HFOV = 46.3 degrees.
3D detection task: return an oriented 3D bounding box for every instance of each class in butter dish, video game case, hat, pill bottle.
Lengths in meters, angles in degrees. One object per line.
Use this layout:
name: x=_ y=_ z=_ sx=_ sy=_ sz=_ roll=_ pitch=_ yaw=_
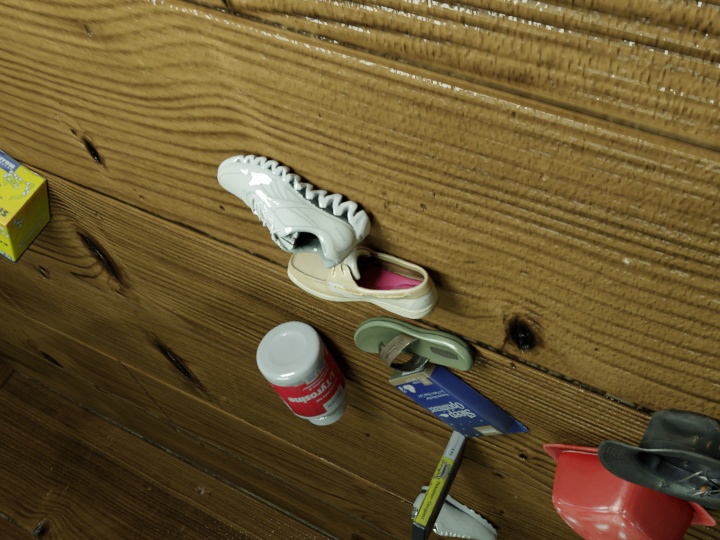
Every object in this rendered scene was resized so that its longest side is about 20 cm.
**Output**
butter dish: x=0.361 y=0.349 z=1.196 sx=0.199 sy=0.148 sz=0.200 roll=44 pitch=153 yaw=-24
video game case: x=0.138 y=0.391 z=1.483 sx=0.025 sy=0.181 sz=0.200 roll=22 pitch=154 yaw=15
hat: x=0.388 y=0.213 z=0.994 sx=0.200 sy=0.081 sz=0.201 roll=19 pitch=159 yaw=8
pill bottle: x=-0.090 y=0.182 z=1.432 sx=0.112 sy=0.112 sz=0.200 roll=16 pitch=152 yaw=30

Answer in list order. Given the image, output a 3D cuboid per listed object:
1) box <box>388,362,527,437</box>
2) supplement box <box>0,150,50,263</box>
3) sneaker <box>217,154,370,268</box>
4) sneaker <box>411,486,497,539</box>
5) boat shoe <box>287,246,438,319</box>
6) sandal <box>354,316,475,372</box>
box: x=0.152 y=0.210 z=1.310 sx=0.200 sy=0.032 sz=0.121 roll=36 pitch=155 yaw=-12
supplement box: x=-0.631 y=-0.112 z=1.491 sx=0.109 sy=0.110 sz=0.200 roll=33 pitch=155 yaw=-4
sneaker: x=-0.090 y=-0.071 z=0.996 sx=0.200 sy=0.081 sz=0.075 roll=26 pitch=157 yaw=14
sneaker: x=0.203 y=0.549 z=1.832 sx=0.200 sy=0.081 sz=0.076 roll=31 pitch=154 yaw=-3
boat shoe: x=0.000 y=0.000 z=1.045 sx=0.200 sy=0.074 sz=0.069 roll=12 pitch=148 yaw=16
sandal: x=0.066 y=0.113 z=1.191 sx=0.201 sy=0.057 sz=0.080 roll=8 pitch=147 yaw=41
